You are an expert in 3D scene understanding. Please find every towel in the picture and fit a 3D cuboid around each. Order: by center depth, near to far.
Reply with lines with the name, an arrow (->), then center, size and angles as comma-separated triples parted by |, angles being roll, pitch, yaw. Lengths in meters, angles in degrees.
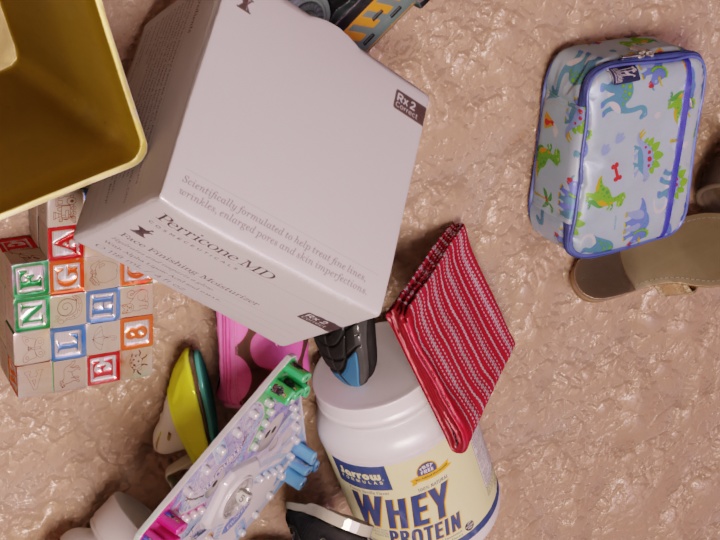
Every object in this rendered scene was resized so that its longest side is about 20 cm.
towel -> 0.088, 0.055, 1.199 | 0.022, 0.200, 0.145 | -17, 108, 27

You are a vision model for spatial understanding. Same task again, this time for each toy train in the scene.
toy train -> -0.006, -0.232, 1.081 | 0.200, 0.085, 0.114 | -47, 136, -3

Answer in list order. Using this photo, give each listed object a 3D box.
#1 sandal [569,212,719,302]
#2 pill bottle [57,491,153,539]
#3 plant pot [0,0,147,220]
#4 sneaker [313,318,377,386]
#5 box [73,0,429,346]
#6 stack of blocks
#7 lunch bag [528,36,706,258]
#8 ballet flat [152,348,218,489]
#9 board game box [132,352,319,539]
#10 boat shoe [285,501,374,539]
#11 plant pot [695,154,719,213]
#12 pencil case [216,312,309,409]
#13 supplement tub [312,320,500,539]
sandal -> 0.313, -0.007, 1.386 | 0.210, 0.070, 0.078 | -11, 80, -7
pill bottle -> -0.247, 0.300, 1.167 | 0.200, 0.114, 0.114 | -48, 127, -2
plant pot -> -0.287, -0.153, 0.893 | 0.199, 0.176, 0.201 | -25, 122, -19
sneaker -> 0.000, 0.000, 1.169 | 0.082, 0.073, 0.202 | -9, 97, -37
box -> -0.076, -0.079, 0.996 | 0.198, 0.130, 0.201 | 29, 61, -29
stack of blocks -> -0.228, -0.007, 1.067 | 0.114, 0.059, 0.201 | -8, 116, -27
lunch bag -> 0.249, -0.120, 1.280 | 0.160, 0.082, 0.201 | -10, 118, -29
ballet flat -> -0.148, 0.161, 1.195 | 0.067, 0.067, 0.201 | -15, 123, 1
board game box -> -0.104, 0.191, 1.124 | 0.200, 0.026, 0.200 | -49, 159, -25
boat shoe -> -0.039, 0.250, 1.224 | 0.071, 0.200, 0.068 | 17, 81, -8
plant pot -> 0.464, -0.119, 1.351 | 0.199, 0.199, 0.174 | 29, 81, -36
pencil case -> -0.091, 0.027, 1.148 | 0.094, 0.090, 0.201 | -40, 133, -53
supplement tub -> 0.042, 0.162, 1.250 | 0.144, 0.145, 0.201 | -30, 124, -15
